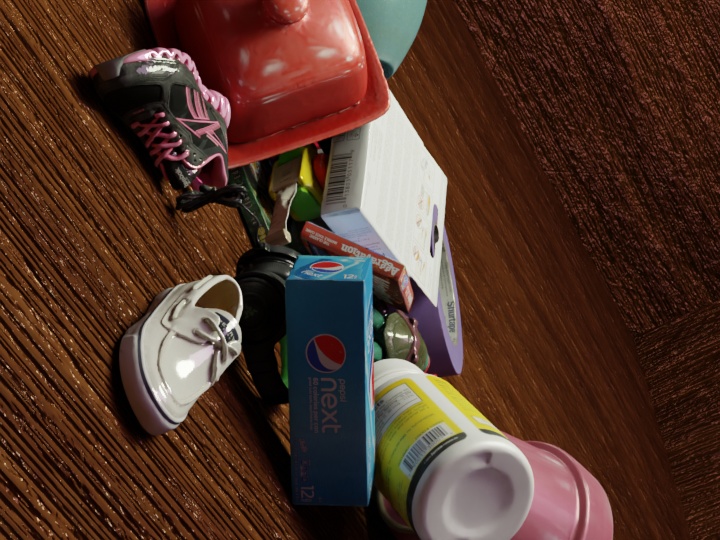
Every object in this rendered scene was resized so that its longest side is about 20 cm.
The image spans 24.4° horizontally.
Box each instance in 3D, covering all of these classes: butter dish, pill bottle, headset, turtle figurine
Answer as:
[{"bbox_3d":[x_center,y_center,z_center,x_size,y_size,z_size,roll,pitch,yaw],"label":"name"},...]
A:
[{"bbox_3d":[-0.078,-0.222,1.530,0.148,0.198,0.201,128,-58,-72],"label":"butter dish"},{"bbox_3d":[0.061,0.160,1.474,0.115,0.114,0.200,58,-8,-30],"label":"pill bottle"},{"bbox_3d":[-0.096,0.021,1.435,0.124,0.093,0.202,-70,150,-65],"label":"headset"},{"bbox_3d":[0.014,0.076,1.648,0.200,0.100,0.151,40,33,-54],"label":"turtle figurine"}]

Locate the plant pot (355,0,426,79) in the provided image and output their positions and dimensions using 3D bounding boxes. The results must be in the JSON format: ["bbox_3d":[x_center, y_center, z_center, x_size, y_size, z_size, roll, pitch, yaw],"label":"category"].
[{"bbox_3d":[-0.018,-0.263,1.706,0.200,0.198,0.136,32,48,-66],"label":"plant pot"}]

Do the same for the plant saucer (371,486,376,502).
[{"bbox_3d":[0.004,0.184,1.609,0.200,0.019,0.070,44,26,-55],"label":"plant saucer"}]

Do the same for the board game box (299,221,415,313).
[{"bbox_3d":[0.000,0.000,1.618,0.200,0.102,0.020,66,48,-79],"label":"board game box"}]

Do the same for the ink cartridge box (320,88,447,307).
[{"bbox_3d":[0.027,-0.076,1.673,0.200,0.056,0.164,56,35,-54],"label":"ink cartridge box"}]

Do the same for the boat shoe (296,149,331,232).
[{"bbox_3d":[-0.032,-0.074,1.785,0.064,0.070,0.201,56,15,-30],"label":"boat shoe"}]

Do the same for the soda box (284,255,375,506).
[{"bbox_3d":[-0.024,0.093,1.388,0.064,0.067,0.202,-70,160,-70],"label":"soda box"}]

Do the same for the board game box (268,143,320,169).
[{"bbox_3d":[-0.067,-0.164,1.729,0.201,0.039,0.159,-88,158,-55],"label":"board game box"}]

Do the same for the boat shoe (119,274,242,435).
[{"bbox_3d":[-0.124,0.054,1.230,0.071,0.069,0.200,63,14,-14],"label":"boat shoe"}]

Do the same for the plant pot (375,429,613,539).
[{"bbox_3d":[0.115,0.235,1.602,0.179,0.199,0.201,41,26,-37],"label":"plant pot"}]

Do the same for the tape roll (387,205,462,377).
[{"bbox_3d":[0.054,0.021,1.826,0.200,0.084,0.202,-9,90,-80],"label":"tape roll"}]

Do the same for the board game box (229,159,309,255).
[{"bbox_3d":[-0.090,-0.054,1.634,0.202,0.023,0.105,67,12,7],"label":"board game box"}]

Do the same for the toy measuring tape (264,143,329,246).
[{"bbox_3d":[-0.056,-0.062,1.600,0.074,0.073,0.201,58,20,-29],"label":"toy measuring tape"}]

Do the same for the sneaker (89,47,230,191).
[{"bbox_3d":[-0.160,-0.120,1.401,0.200,0.078,0.096,32,48,-65],"label":"sneaker"}]

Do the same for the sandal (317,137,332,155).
[{"bbox_3d":[-0.009,-0.125,1.707,0.201,0.048,0.076,52,8,-47],"label":"sandal"}]
